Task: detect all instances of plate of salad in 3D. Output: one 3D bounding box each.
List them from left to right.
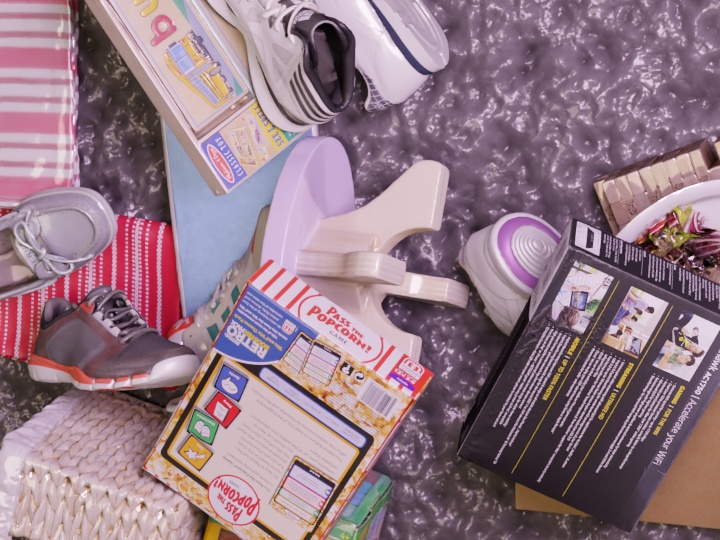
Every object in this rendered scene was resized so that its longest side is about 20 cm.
[{"bbox_3d":[0.266,0.023,1.516,0.198,0.048,0.201,-6,124,-9],"label":"plate of salad"}]

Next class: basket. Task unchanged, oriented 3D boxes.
[{"bbox_3d":[-0.208,0.222,1.660,0.160,0.200,0.200,16,107,10],"label":"basket"}]

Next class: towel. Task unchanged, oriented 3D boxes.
[{"bbox_3d":[-0.302,-0.153,1.690,0.145,0.030,0.202,3,97,14],"label":"towel"},{"bbox_3d":[-0.238,0.019,1.715,0.198,0.022,0.146,9,104,14],"label":"towel"}]

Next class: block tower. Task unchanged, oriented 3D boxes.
[{"bbox_3d":[0.278,-0.076,1.529,0.199,0.054,0.058,-21,97,20],"label":"block tower"}]

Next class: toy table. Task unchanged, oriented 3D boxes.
[{"bbox_3d":[0.000,0.000,1.569,0.116,0.184,0.202,6,96,25],"label":"toy table"}]

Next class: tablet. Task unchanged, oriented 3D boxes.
[{"bbox_3d":[-0.092,-0.046,1.654,0.129,0.014,0.202,-4,101,7],"label":"tablet"}]

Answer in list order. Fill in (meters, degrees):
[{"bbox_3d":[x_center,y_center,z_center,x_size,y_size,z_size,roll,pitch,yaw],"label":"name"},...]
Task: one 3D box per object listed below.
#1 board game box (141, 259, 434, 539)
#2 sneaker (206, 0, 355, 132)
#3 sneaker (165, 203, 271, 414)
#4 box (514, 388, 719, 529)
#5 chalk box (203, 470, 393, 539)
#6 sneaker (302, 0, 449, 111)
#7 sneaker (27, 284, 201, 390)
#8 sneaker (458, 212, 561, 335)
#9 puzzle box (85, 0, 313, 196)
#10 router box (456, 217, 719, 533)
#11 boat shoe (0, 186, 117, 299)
[{"bbox_3d":[-0.058,0.114,1.522,0.151,0.046,0.201,35,121,5],"label":"board game box"},{"bbox_3d":[-0.056,-0.206,1.523,0.115,0.075,0.202,-8,111,61],"label":"sneaker"},{"bbox_3d":[-0.108,0.039,1.631,0.093,0.070,0.201,11,106,1],"label":"sneaker"},{"bbox_3d":[0.218,0.134,1.567,0.198,0.021,0.164,4,131,9],"label":"box"},{"bbox_3d":[-0.055,0.218,1.654,0.124,0.124,0.201,17,107,11],"label":"chalk box"},{"bbox_3d":[-0.017,-0.219,1.575,0.080,0.076,0.201,-34,90,29],"label":"sneaker"},{"bbox_3d":[-0.205,0.053,1.633,0.199,0.077,0.083,2,91,44],"label":"sneaker"},{"bbox_3d":[0.158,0.035,1.589,0.200,0.075,0.099,48,152,-13],"label":"sneaker"},{"bbox_3d":[-0.115,-0.176,1.570,0.133,0.025,0.201,-40,105,-24],"label":"puzzle box"},{"bbox_3d":[0.177,0.080,1.486,0.148,0.051,0.201,24,119,-4],"label":"router box"},{"bbox_3d":[-0.292,-0.009,1.673,0.201,0.065,0.075,-17,114,21],"label":"boat shoe"}]
